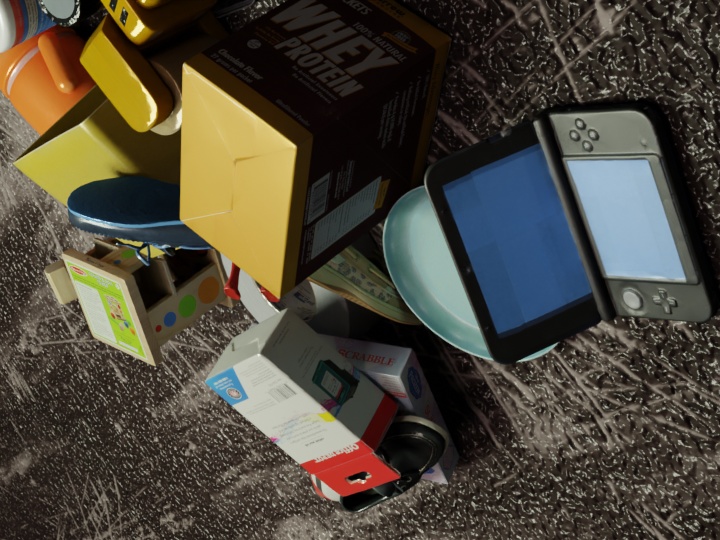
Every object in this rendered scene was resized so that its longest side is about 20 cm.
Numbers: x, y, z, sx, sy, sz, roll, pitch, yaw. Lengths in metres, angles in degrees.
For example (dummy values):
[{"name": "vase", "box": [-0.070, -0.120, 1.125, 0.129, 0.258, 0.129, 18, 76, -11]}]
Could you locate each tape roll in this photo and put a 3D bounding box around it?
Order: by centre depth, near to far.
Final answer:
[{"name": "tape roll", "box": [-0.064, -0.003, 1.518, 0.200, 0.066, 0.201, 33, 143, 29]}]

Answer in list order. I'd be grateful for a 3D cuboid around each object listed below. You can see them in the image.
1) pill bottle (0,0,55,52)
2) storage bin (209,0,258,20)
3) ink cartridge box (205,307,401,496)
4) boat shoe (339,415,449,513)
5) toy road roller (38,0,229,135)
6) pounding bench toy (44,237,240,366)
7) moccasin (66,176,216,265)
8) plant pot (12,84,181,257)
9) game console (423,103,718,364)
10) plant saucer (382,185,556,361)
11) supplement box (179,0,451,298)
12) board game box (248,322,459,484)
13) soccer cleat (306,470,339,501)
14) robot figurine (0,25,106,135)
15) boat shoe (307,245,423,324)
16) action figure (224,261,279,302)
[{"name": "pill bottle", "box": [-0.316, -0.310, 1.417, 0.112, 0.200, 0.112, 32, 141, 30]}, {"name": "storage bin", "box": [-0.142, -0.311, 1.302, 0.200, 0.094, 0.136, -5, 116, 52]}, {"name": "ink cartridge box", "box": [-0.047, 0.140, 1.443, 0.200, 0.067, 0.116, 43, 142, -16]}, {"name": "boat shoe", "box": [0.028, 0.213, 1.492, 0.074, 0.066, 0.199, 36, 146, -14]}, {"name": "toy road roller", "box": [-0.175, -0.235, 1.223, 0.200, 0.123, 0.146, 54, 136, -1]}, {"name": "pounding bench toy", "box": [-0.267, -0.004, 1.685, 0.200, 0.156, 0.125, 19, 135, 41]}, {"name": "moccasin", "box": [-0.184, -0.040, 1.349, 0.199, 0.081, 0.068, 7, 137, 7]}, {"name": "plant pot", "box": [-0.209, -0.129, 1.480, 0.177, 0.200, 0.200, 50, 149, -17]}, {"name": "game console", "box": [0.175, -0.023, 1.155, 0.170, 0.118, 0.200, 4, 124, 50]}, {"name": "plant saucer", "box": [0.112, -0.002, 1.312, 0.200, 0.027, 0.201, 22, 135, 24]}, {"name": "supplement box", "box": [-0.044, -0.125, 1.254, 0.133, 0.200, 0.198, 37, 144, 22]}, {"name": "board game box", "box": [-0.010, 0.146, 1.527, 0.199, 0.041, 0.200, 8, 143, 28]}, {"name": "soccer cleat", "box": [-0.060, 0.197, 1.707, 0.085, 0.069, 0.200, -19, 108, 47]}, {"name": "robot figurine", "box": [-0.343, -0.211, 1.623, 0.200, 0.144, 0.117, 46, 108, 11]}, {"name": "boat shoe", "box": [0.000, 0.000, 1.385, 0.200, 0.063, 0.073, 26, 178, -41]}, {"name": "action figure", "box": [-0.096, -0.067, 1.413, 0.065, 0.201, 0.052, 2, 161, 15]}]
